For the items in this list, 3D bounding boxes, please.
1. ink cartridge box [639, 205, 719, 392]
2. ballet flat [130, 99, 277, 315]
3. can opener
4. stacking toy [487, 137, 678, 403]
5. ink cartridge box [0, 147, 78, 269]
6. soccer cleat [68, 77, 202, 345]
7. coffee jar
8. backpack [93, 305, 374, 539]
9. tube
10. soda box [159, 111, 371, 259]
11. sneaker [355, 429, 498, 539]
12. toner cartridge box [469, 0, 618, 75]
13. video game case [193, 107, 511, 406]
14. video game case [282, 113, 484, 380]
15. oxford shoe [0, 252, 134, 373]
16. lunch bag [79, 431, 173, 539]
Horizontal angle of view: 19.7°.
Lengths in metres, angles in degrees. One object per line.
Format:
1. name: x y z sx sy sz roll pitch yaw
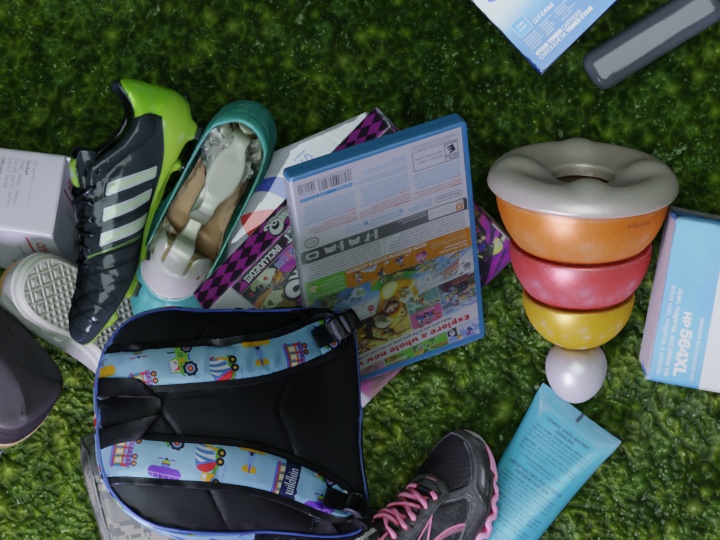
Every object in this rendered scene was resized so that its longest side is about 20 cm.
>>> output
1. ink cartridge box: 0.322 0.033 1.567 0.198 0.129 0.126 11 96 5
2. ballet flat: -0.125 -0.037 1.561 0.067 0.070 0.201 26 98 1
3. can opener: 0.266 -0.193 1.593 0.199 0.053 0.067 -27 93 7
4. stacking toy: 0.166 0.010 1.594 0.145 0.146 0.202 4 111 5
5. ink cartridge box: -0.281 -0.047 1.613 0.198 0.116 0.067 7 74 5
6. soccer cleat: -0.188 -0.046 1.538 0.081 0.067 0.202 22 88 -24
7. coffee jar: -0.310 0.109 1.598 0.104 0.085 0.200 46 138 -2
8. backpack: -0.103 0.118 1.481 0.198 0.134 0.184 2 72 -22
9. tube: 0.118 0.194 1.640 0.077 0.050 0.201 35 93 8
10. soda box: -0.069 -0.058 1.625 0.199 0.068 0.064 -23 92 6
11. sneaker: 0.035 0.209 1.604 0.095 0.079 0.201 35 79 -41
12. toner cartridge box: 0.179 -0.255 1.600 0.095 0.043 0.200 45 97 1
13. video game case: 0.000 0.000 1.589 0.200 0.036 0.181 -44 129 6
14. video game case: 0.021 -0.010 1.558 0.142 0.018 0.201 -19 127 -15
15. oxford shoe: -0.206 0.044 1.614 0.200 0.057 0.076 38 69 -40
16. lunch bag: -0.116 0.202 1.614 0.166 0.139 0.202 -16 96 -8
